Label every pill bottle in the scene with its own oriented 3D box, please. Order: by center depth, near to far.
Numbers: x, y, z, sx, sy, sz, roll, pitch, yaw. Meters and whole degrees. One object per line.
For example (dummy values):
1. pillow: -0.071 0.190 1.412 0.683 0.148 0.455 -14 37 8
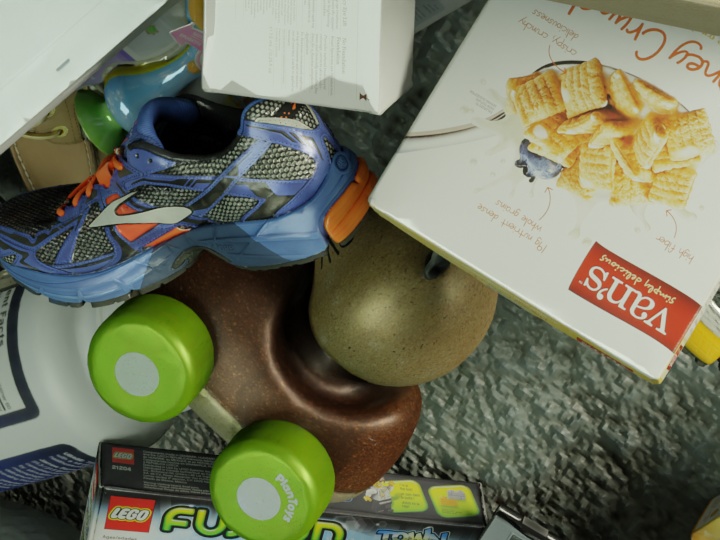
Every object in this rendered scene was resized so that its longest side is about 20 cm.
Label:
1. pill bottle: -0.160 0.050 1.359 0.199 0.111 0.112 -17 109 36

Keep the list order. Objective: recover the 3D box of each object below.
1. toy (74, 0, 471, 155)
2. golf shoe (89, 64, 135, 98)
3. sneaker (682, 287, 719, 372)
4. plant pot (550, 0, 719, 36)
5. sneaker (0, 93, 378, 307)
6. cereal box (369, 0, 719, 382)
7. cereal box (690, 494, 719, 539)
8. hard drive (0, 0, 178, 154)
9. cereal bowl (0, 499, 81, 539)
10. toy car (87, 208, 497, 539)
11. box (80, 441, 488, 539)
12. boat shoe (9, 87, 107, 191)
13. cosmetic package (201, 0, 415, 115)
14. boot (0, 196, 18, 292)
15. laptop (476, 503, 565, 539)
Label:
1. toy: -0.044 -0.103 1.175 0.199 0.047 0.115 -26 137 27
2. golf shoe: -0.097 -0.151 1.230 0.097 0.078 0.201 -11 113 28
3. sneaker: 0.133 -0.049 1.166 0.200 0.078 0.082 43 126 -12
4. plant pot: 0.117 -0.179 0.961 0.199 0.177 0.201 13 105 6
5. sneaker: -0.087 -0.041 1.174 0.199 0.075 0.079 -12 120 29
6. cereal box: 0.114 -0.074 1.096 0.143 0.040 0.201 31 88 9
7. cereal box: 0.269 0.121 1.205 0.144 0.040 0.200 48 129 -4
8. hard drive: -0.183 -0.162 1.149 0.132 0.026 0.200 -38 90 14
9. cereal bowl: -0.191 0.201 1.478 0.199 0.083 0.201 14 131 16
10. toy car: 0.000 0.000 1.216 0.158 0.164 0.200 45 120 -3
11. box: -0.044 0.149 1.341 0.198 0.035 0.111 6 127 -10
12. boat shoe: -0.164 -0.100 1.300 0.074 0.066 0.201 4 120 28
13. cosmetic package: -0.018 -0.170 1.076 0.082 0.051 0.201 10 112 19
14. boot: -0.239 -0.084 1.325 0.203 0.073 0.155 29 129 40
15. laptop: 0.124 0.208 1.271 0.187 0.116 0.201 30 122 0
